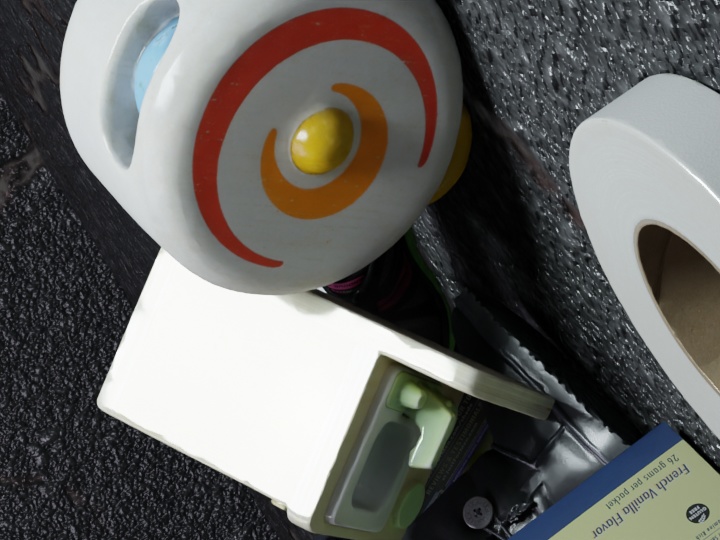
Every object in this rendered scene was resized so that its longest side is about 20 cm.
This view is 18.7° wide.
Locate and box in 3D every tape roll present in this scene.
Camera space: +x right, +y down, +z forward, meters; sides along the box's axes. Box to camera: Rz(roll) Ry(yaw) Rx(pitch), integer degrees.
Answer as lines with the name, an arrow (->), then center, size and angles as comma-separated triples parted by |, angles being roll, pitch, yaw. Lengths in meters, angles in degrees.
tape roll -> 0.158, 0.015, 0.888 | 0.203, 0.037, 0.203 | 54, 168, 16

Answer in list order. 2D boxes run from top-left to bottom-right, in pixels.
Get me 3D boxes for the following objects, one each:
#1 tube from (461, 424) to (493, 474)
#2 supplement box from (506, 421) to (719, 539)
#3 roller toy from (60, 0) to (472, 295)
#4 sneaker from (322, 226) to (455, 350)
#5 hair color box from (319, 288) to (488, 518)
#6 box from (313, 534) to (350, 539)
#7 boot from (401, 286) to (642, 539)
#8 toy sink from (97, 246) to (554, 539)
tube -> 0.123, 0.142, 1.338 | 0.200, 0.058, 0.052 | 46, 152, 37
supplement box -> 0.183, 0.230, 1.136 | 0.200, 0.134, 0.201 | 45, 165, 41
roller toy -> -0.046, -0.086, 1.098 | 0.140, 0.182, 0.201 | 42, 163, 48
sneaker -> 0.000, 0.000, 1.283 | 0.076, 0.084, 0.202 | 5, 119, 39
hair color box -> -0.020, 0.074, 1.393 | 0.199, 0.110, 0.065 | 31, 178, 32
box -> -0.028, 0.244, 1.420 | 0.106, 0.122, 0.200 | 49, -174, 3
boot -> 0.052, 0.131, 1.240 | 0.065, 0.201, 0.165 | 23, -161, -49
toy sink -> -0.018, 0.075, 1.170 | 0.199, 0.113, 0.130 | 24, -179, 25
